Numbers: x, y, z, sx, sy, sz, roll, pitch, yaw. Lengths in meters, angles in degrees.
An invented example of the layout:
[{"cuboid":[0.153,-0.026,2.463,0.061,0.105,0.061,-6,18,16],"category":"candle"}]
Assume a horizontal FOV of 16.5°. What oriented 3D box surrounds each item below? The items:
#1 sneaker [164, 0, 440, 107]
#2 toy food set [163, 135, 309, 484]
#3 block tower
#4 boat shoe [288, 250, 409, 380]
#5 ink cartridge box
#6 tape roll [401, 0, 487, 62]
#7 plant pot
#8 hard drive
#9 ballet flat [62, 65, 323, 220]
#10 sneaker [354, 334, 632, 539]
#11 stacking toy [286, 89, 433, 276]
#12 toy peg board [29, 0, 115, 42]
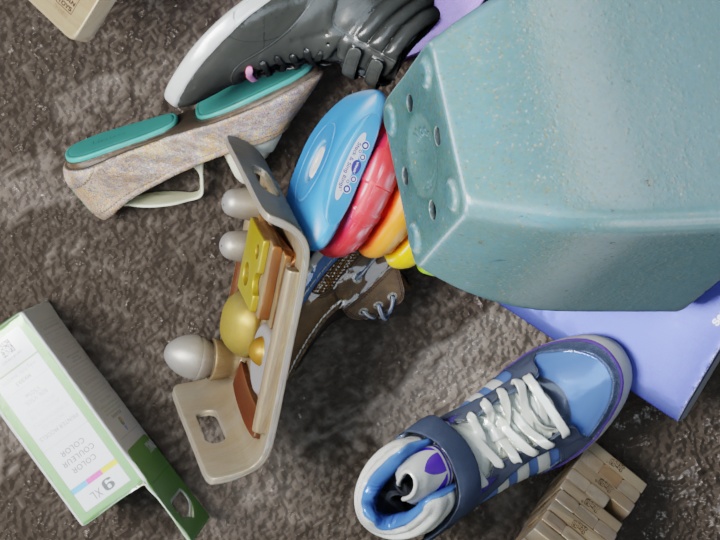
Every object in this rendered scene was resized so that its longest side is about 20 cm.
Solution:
[{"cuboid":[-0.033,-0.150,1.684,0.200,0.071,0.099,-36,86,0],"category":"sneaker"},{"cuboid":[-0.090,0.026,1.700,0.060,0.144,0.201,5,112,-17],"category":"toy food set"},{"cuboid":[0.126,0.211,1.717,0.058,0.054,0.200,38,54,1],"category":"block tower"},{"cuboid":[0.000,0.000,1.754,0.072,0.072,0.200,32,94,-1],"category":"boat shoe"},{"cuboid":[-0.193,0.120,1.754,0.059,0.104,0.200,-37,91,4],"category":"ink cartridge box"},{"cuboid":[0.005,-0.244,1.745,0.199,0.066,0.201,0,92,2],"category":"tape roll"},{"cuboid":[0.128,-0.083,1.586,0.199,0.196,0.196,-6,74,-18],"category":"plant pot"},{"cuboid":[0.173,-0.005,1.731,0.200,0.025,0.132,34,107,16],"category":"hard drive"},{"cuboid":[-0.111,-0.089,1.767,0.199,0.068,0.067,-19,111,9],"category":"ballet flat"},{"cuboid":[0.085,0.121,1.695,0.200,0.146,0.081,-32,88,24],"category":"sneaker"},{"cuboid":[0.057,-0.034,1.691,0.200,0.110,0.116,25,86,-15],"category":"stacking toy"},{"cuboid":[-0.178,-0.289,1.720,0.200,0.098,0.199,43,110,28],"category":"toy peg board"}]
